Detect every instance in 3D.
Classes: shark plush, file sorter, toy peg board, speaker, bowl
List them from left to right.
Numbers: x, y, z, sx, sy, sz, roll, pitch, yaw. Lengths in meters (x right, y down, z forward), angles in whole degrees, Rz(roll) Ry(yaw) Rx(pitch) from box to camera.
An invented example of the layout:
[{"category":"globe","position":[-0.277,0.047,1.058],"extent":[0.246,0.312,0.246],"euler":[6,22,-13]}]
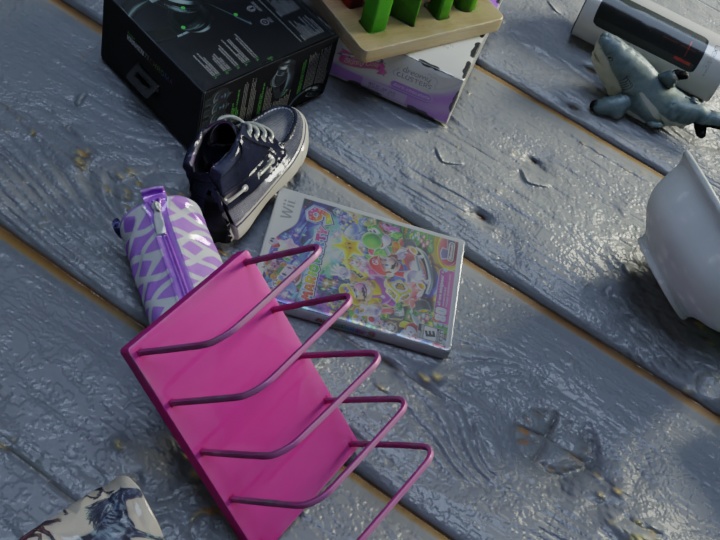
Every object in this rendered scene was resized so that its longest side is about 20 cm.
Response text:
[{"category":"file sorter","position":[-0.054,0.099,0.821],"extent":[0.139,0.125,0.201],"euler":[-42,112,-38]},{"category":"toy peg board","position":[0.040,-0.350,1.199],"extent":[0.198,0.098,0.200],"euler":[-19,59,-29]},{"category":"speaker","position":[0.372,-0.292,1.361],"extent":[0.198,0.082,0.081],"euler":[29,50,7]},{"category":"shark plush","position":[0.361,-0.208,1.286],"extent":[0.199,0.084,0.091],"euler":[35,50,13]},{"category":"bowl","position":[0.344,-0.013,1.092],"extent":[0.090,0.201,0.203],"euler":[-30,54,16]}]

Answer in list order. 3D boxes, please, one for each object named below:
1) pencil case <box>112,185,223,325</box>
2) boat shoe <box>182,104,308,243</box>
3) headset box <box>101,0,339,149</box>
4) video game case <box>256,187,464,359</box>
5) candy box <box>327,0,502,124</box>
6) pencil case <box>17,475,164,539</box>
[{"category":"pencil case","position":[-0.151,0.022,0.943],"extent":[0.083,0.086,0.201],"euler":[-15,59,-19]},{"category":"boat shoe","position":[-0.108,-0.123,1.058],"extent":[0.074,0.093,0.201],"euler":[11,47,16]},{"category":"headset box","position":[-0.156,-0.238,1.145],"extent":[0.199,0.093,0.174],"euler":[-32,67,-34]},{"category":"video game case","position":[0.000,0.000,1.051],"extent":[0.198,0.018,0.144],"euler":[16,50,-4]},{"category":"candy box","position":[0.062,-0.285,1.265],"extent":[0.166,0.072,0.201],"euler":[24,49,3]},{"category":"pencil case","position":[-0.226,0.224,0.758],"extent":[0.199,0.090,0.078],"euler":[-28,70,-35]}]
